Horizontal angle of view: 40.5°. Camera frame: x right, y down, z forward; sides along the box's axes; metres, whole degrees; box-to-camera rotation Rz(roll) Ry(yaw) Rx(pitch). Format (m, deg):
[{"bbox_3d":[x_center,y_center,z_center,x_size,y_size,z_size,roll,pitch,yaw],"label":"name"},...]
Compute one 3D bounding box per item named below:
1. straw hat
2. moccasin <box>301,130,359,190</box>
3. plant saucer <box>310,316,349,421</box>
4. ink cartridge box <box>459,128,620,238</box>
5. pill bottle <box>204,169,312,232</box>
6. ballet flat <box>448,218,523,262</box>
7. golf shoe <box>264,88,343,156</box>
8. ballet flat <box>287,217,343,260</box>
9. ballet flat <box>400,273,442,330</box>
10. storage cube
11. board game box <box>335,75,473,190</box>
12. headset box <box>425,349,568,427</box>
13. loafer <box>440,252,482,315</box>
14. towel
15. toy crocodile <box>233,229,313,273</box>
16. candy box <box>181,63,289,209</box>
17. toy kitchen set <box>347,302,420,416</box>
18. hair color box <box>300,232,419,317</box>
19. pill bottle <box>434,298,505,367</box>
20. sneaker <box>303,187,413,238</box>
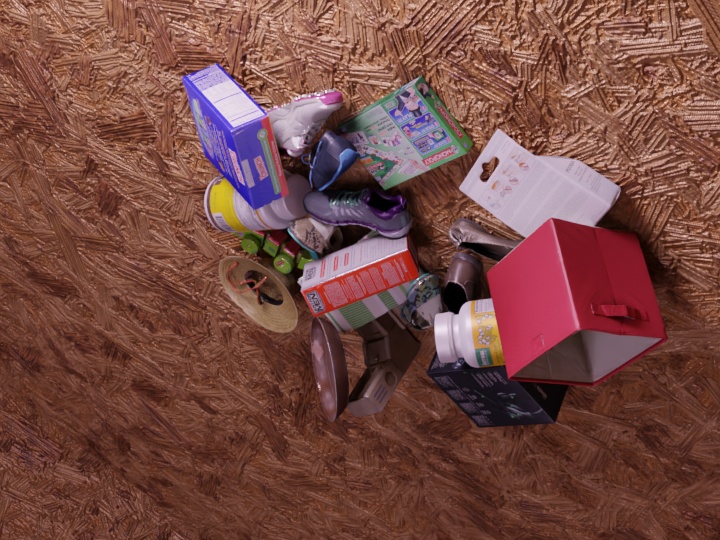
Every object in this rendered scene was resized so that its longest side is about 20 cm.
[{"bbox_3d":[-0.181,0.022,1.961,0.200,0.085,0.202,25,141,23],"label":"straw hat"},{"bbox_3d":[-0.048,-0.188,1.602,0.068,0.080,0.200,48,162,-2],"label":"moccasin"},{"bbox_3d":[-0.056,0.184,1.851,0.034,0.201,0.201,-9,143,-12],"label":"plant saucer"},{"bbox_3d":[0.265,-0.120,1.468,0.199,0.047,0.160,35,146,4],"label":"ink cartridge box"},{"bbox_3d":[-0.183,-0.127,1.772,0.199,0.109,0.110,-2,130,40],"label":"pill bottle"},{"bbox_3d":[0.233,-0.029,1.594,0.199,0.046,0.068,24,143,17],"label":"ballet flat"},{"bbox_3d":[-0.089,-0.237,1.583,0.199,0.075,0.092,-9,98,53],"label":"golf shoe"},{"bbox_3d":[-0.072,-0.059,1.755,0.068,0.075,0.200,51,180,22],"label":"ballet flat"},{"bbox_3d":[0.115,0.062,1.716,0.074,0.075,0.200,31,166,7],"label":"ballet flat"},{"bbox_3d":[0.312,0.052,1.443,0.170,0.181,0.200,7,149,-27],"label":"storage cube"},{"bbox_3d":[0.065,-0.211,1.541,0.135,0.029,0.199,49,143,-18],"label":"board game box"},{"bbox_3d":[0.254,0.197,1.777,0.199,0.093,0.174,-14,129,48],"label":"headset box"},{"bbox_3d":[0.165,0.054,1.723,0.073,0.071,0.201,21,142,20],"label":"loafer"},{"bbox_3d":[0.006,0.019,1.771,0.199,0.023,0.153,-32,113,16],"label":"towel"},{"bbox_3d":[-0.168,-0.057,1.877,0.199,0.068,0.062,30,139,5],"label":"toy crocodile"},{"bbox_3d":[-0.211,-0.226,1.642,0.200,0.077,0.170,48,158,40],"label":"candy box"},{"bbox_3d":[0.021,0.132,1.838,0.200,0.181,0.163,49,141,-17],"label":"toy kitchen set"},{"bbox_3d":[0.000,0.000,1.691,0.199,0.102,0.062,-20,116,12],"label":"hair color box"},{"bbox_3d":[0.228,0.102,1.634,0.198,0.113,0.113,-7,131,13],"label":"pill bottle"},{"bbox_3d":[-0.006,-0.120,1.662,0.198,0.075,0.088,12,150,15],"label":"sneaker"}]
